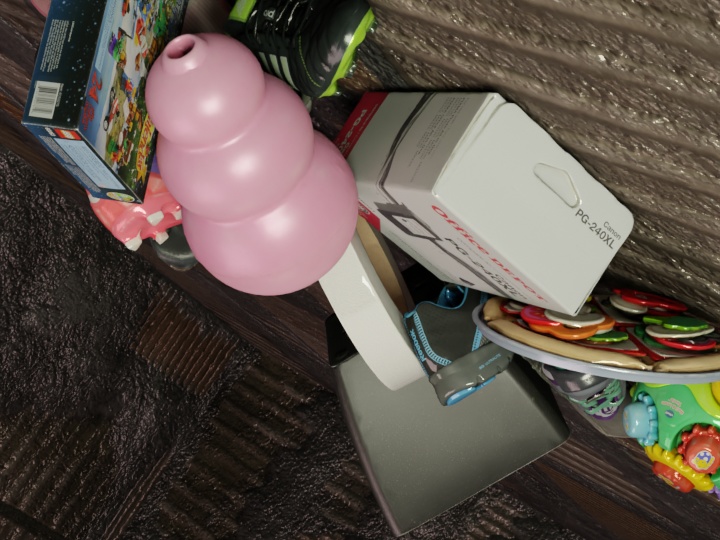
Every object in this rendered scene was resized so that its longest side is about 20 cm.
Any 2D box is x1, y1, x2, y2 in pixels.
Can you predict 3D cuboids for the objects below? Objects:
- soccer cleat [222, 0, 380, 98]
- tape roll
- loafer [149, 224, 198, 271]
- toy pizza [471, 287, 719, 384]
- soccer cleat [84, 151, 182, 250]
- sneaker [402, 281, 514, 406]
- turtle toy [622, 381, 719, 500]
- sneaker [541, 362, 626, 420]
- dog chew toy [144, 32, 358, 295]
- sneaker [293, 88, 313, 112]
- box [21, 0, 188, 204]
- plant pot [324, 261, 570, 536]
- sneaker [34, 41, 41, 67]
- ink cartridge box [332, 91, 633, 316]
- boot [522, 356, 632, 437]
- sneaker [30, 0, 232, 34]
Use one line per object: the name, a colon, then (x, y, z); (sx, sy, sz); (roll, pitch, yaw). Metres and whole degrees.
soccer cleat: (-0.046, -0.157, 0.988); (0.081, 0.068, 0.200); (29, 176, -16)
tape roll: (0.000, 0.000, 1.191); (0.204, 0.037, 0.203); (60, -172, -15)
loafer: (-0.163, -0.098, 1.335); (0.072, 0.202, 0.072); (5, 167, -7)
toy pizza: (0.180, 0.038, 1.069); (0.198, 0.032, 0.200); (7, -168, -2)
soccer cleat: (-0.128, -0.067, 1.108); (0.077, 0.067, 0.200); (55, -149, 11)
sneaker: (0.112, 0.030, 1.178); (0.073, 0.200, 0.082); (-36, 86, 41)
turtle toy: (0.296, 0.140, 1.209); (0.199, 0.101, 0.146); (26, 168, 43)
sneaker: (0.194, 0.085, 1.192); (0.200, 0.074, 0.088); (-48, -64, -76)
dog chew toy: (-0.078, -0.076, 0.988); (0.124, 0.125, 0.201); (26, 155, 39)
sneaker: (-0.126, -0.138, 1.089); (0.199, 0.075, 0.079); (7, 156, -26)
box: (-0.153, -0.159, 0.944); (0.037, 0.202, 0.137); (7, 166, 11)
plant pot: (0.066, 0.107, 1.477); (0.178, 0.199, 0.200); (56, -172, -19)
sneaker: (-0.203, -0.126, 1.224); (0.200, 0.078, 0.112); (43, 168, -35)
ink cartridge box: (0.076, -0.052, 1.049); (0.145, 0.084, 0.200); (38, 171, -23)
boot: (0.222, 0.110, 1.421); (0.200, 0.073, 0.182); (50, 177, -37)
sneaker: (-0.187, -0.219, 1.137); (0.199, 0.076, 0.105); (22, 172, 22)
